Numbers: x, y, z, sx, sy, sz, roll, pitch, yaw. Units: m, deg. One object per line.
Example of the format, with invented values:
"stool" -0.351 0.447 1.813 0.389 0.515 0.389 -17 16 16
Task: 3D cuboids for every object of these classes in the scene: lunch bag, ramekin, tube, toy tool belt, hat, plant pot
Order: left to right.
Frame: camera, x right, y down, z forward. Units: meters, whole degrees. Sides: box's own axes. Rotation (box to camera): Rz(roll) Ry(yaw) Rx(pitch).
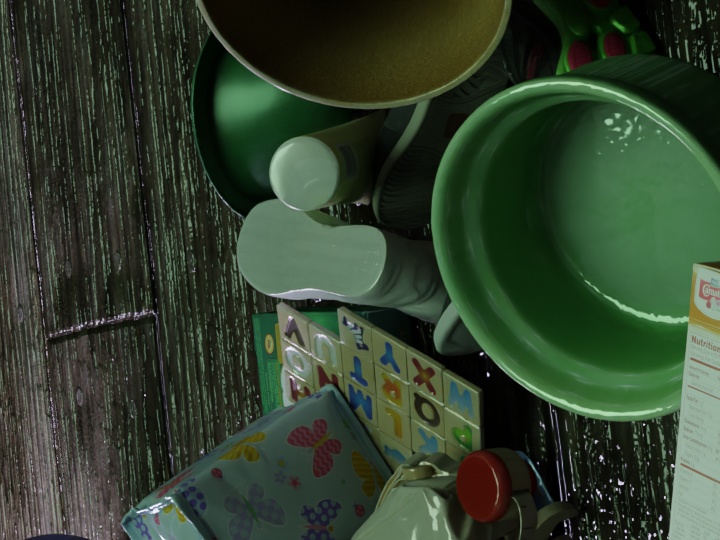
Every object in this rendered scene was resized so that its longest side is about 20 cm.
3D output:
"lunch bag" -0.044 0.212 1.346 0.127 0.170 0.200 -26 96 55
"tube" -0.013 -0.076 1.324 0.058 0.200 0.052 -37 87 17
"hat" -0.011 -0.128 1.358 0.176 0.166 0.200 5 129 38
"plant pot" 0.008 -0.234 1.110 0.186 0.186 0.200 122 164 -47
"toy tool belt" 0.082 0.174 1.242 0.200 0.123 0.125 -49 56 42
"ramekin" 0.149 -0.025 1.034 0.200 0.098 0.200 17 120 31

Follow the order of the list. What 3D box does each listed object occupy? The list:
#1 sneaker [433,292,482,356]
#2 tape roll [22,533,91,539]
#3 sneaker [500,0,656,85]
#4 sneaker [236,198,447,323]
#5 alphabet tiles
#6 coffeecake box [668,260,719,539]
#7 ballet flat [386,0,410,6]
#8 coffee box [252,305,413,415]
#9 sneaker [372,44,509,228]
"sneaker" 0.096 -0.033 1.228 0.200 0.071 0.099 -58 44 38
"tape roll" -0.313 0.376 1.870 0.085 0.200 0.200 -48 53 53
"sneaker" 0.135 -0.134 1.154 0.084 0.077 0.200 104 153 -60
"sneaker" 0.000 0.000 1.345 0.200 0.116 0.074 17 90 54
"alphabet tiles" 0.014 0.103 1.332 0.200 0.008 0.167 30 141 34
"coffeecake box" 0.235 0.094 0.906 0.073 0.153 0.200 23 113 57
"ballet flat" 0.069 -0.232 1.221 0.069 0.069 0.200 -30 35 58
"coffee box" -0.021 0.090 1.470 0.200 0.044 0.123 -6 90 61
"sneaker" 0.052 -0.128 1.301 0.106 0.075 0.200 -106 29 -43
